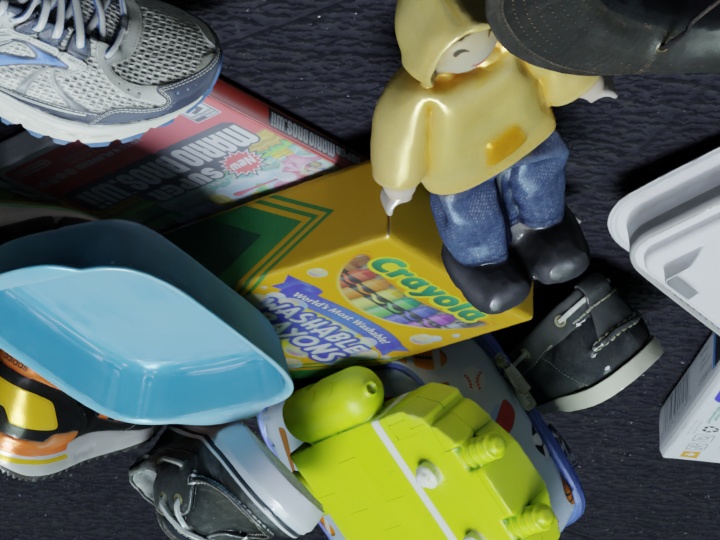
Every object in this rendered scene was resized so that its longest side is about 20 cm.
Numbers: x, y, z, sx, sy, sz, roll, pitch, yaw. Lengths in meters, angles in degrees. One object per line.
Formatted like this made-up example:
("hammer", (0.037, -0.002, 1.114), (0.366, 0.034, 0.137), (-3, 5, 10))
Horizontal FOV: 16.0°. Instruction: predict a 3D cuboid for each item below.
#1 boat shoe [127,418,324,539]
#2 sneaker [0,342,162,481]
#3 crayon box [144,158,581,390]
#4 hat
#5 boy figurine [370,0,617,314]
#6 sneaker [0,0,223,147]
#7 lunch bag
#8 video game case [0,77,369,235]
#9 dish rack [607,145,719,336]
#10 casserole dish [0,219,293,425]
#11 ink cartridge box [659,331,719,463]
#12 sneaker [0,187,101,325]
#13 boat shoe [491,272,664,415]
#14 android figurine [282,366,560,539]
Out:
("boat shoe", (-0.078, 0.125, 1.411), (0.072, 0.071, 0.200), (48, 169, -13))
("sneaker", (-0.146, 0.051, 1.422), (0.070, 0.090, 0.200), (31, -158, 15))
("crayon box", (0.000, 0.000, 1.336), (0.200, 0.052, 0.126), (-19, 148, 35))
("hat", (0.147, -0.147, 1.034), (0.200, 0.081, 0.201), (-4, 161, -1))
("boy figurine", (0.062, -0.072, 1.187), (0.124, 0.065, 0.200), (-23, 140, -7))
("sneaker", (-0.152, -0.114, 1.125), (0.199, 0.077, 0.085), (10, 149, -17))
("lunch bag", (0.033, 0.101, 1.471), (0.200, 0.076, 0.161), (-21, 103, 55))
("video game case", (-0.071, -0.044, 1.329), (0.143, 0.018, 0.200), (-21, 146, 38))
("dish rack", (0.245, -0.001, 1.323), (0.171, 0.044, 0.200), (-28, 135, 33))
("casserole dish", (-0.115, 0.026, 1.295), (0.121, 0.039, 0.200), (-11, 150, 26))
("ink cartridge box", (0.297, 0.070, 1.511), (0.199, 0.044, 0.198), (7, 153, -6))
("sneaker", (-0.206, -0.031, 1.308), (0.200, 0.089, 0.077), (16, 120, -41))
("boat shoe", (0.093, 0.050, 1.482), (0.068, 0.072, 0.200), (51, 146, -9))
("android figurine", (0.034, 0.131, 1.396), (0.200, 0.041, 0.182), (-22, 103, 54))
